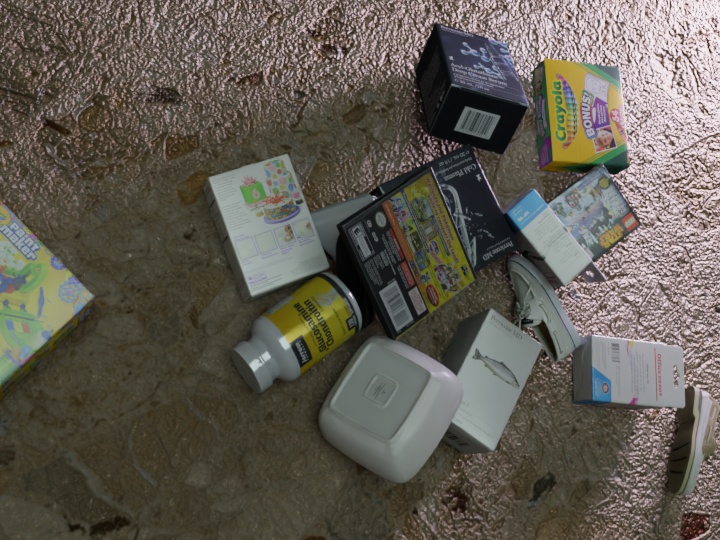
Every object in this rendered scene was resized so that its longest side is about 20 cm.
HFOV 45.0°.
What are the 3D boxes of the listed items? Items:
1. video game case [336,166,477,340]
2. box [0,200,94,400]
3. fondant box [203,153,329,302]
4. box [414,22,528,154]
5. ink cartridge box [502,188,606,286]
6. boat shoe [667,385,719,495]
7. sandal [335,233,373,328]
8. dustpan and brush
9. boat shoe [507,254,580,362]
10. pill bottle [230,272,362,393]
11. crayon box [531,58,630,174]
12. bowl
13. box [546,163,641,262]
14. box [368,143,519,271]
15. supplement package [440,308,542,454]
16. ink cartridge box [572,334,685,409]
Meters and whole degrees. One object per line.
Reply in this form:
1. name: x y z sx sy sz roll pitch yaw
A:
1. video game case: 0.076 -0.027 1.340 0.179 0.025 0.203 -34 111 -21
2. box: -0.512 0.042 1.219 0.200 0.122 0.193 46 68 -4
3. fondant box: -0.153 -0.069 1.409 0.142 0.058 0.204 -19 86 -22
4. box: 0.189 -0.318 1.516 0.145 0.108 0.203 11 42 -17
5. ink cartridge box: 0.326 -0.038 1.506 0.066 0.116 0.201 -39 90 -3
6. boat shoe: 0.615 0.316 1.588 0.067 0.075 0.204 22 71 -8
7. sandal: -0.001 0.000 1.395 0.074 0.204 0.048 25 43 25
8. dustpan and brush: 0.009 -0.026 1.440 0.057 0.137 0.204 -40 111 -56
9. boat shoe: 0.304 0.076 1.538 0.086 0.074 0.204 -36 101 -19
10. pill bottle: -0.101 0.100 1.360 0.199 0.112 0.113 -36 91 -23
11. crayon box: 0.421 -0.292 1.664 0.168 0.058 0.205 1 78 -20
12. bowl: 0.041 0.200 1.348 0.197 0.075 0.201 25 68 31
13. box: 0.402 -0.083 1.600 0.198 0.040 0.138 -36 91 -10
14. box: 0.129 -0.075 1.478 0.197 0.124 0.200 -26 89 -23
15. supplement package: 0.194 0.185 1.443 0.116 0.117 0.202 33 69 -8
16. ink cartridge box: 0.485 0.188 1.574 0.195 0.068 0.118 8 75 -17
